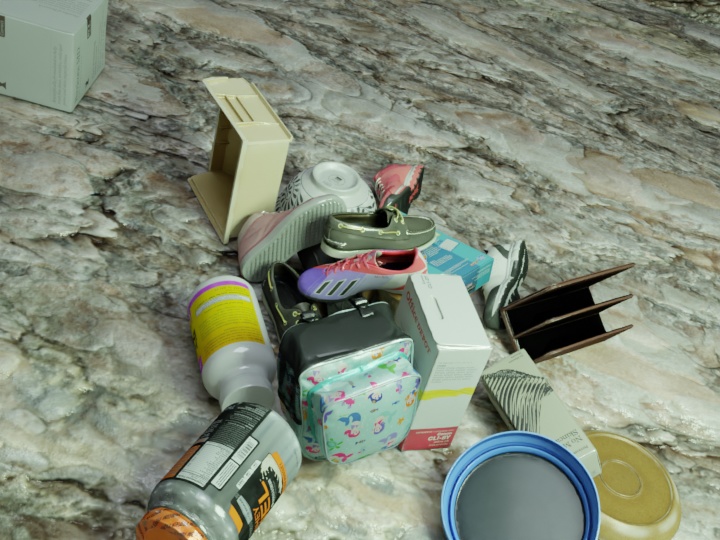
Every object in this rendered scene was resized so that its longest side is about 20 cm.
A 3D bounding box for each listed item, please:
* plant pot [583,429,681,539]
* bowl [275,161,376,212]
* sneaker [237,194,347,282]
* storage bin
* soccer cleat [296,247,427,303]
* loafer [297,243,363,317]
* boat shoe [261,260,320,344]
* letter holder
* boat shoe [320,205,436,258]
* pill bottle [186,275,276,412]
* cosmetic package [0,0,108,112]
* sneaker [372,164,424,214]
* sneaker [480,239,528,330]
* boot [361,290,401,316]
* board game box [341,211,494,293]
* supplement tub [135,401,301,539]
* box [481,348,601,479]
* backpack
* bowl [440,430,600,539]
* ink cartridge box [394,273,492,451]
[{"bbox_3d":[0.363,0.299,1.254,0.196,0.028,0.202,9,39,-8],"label":"plant pot"},{"bbox_3d":[-0.051,-0.129,1.564,0.197,0.095,0.202,10,38,-8],"label":"bowl"},{"bbox_3d":[-0.118,-0.075,1.426,0.199,0.075,0.105,-35,40,9],"label":"sneaker"},{"bbox_3d":[-0.210,-0.191,1.493,0.092,0.202,0.199,-9,45,-30],"label":"storage bin"},{"bbox_3d":[0.000,0.000,1.308,0.196,0.074,0.069,-4,53,7],"label":"soccer cleat"},{"bbox_3d":[-0.061,0.019,1.404,0.071,0.074,0.201,-14,46,-26],"label":"loafer"},{"bbox_3d":[-0.095,0.069,1.335,0.071,0.061,0.202,-13,47,-27],"label":"boat shoe"},{"bbox_3d":[0.349,0.067,1.411,0.197,0.142,0.102,-13,76,-32],"label":"letter holder"},{"bbox_3d":[0.035,-0.064,1.378,0.199,0.061,0.072,-7,34,-26],"label":"boat shoe"},{"bbox_3d":[-0.175,0.108,1.225,0.103,0.105,0.201,-2,41,-21],"label":"pill bottle"},{"bbox_3d":[-0.587,-0.434,1.678,0.162,0.166,0.202,14,39,-4],"label":"cosmetic package"},{"bbox_3d":[0.056,-0.144,1.654,0.085,0.075,0.200,14,30,13],"label":"sneaker"},{"bbox_3d":[0.232,0.028,1.513,0.079,0.074,0.201,-2,37,25],"label":"sneaker"},{"bbox_3d":[0.086,0.037,1.433,0.200,0.072,0.144,30,41,23],"label":"boot"},{"bbox_3d":[0.090,-0.018,1.422,0.198,0.048,0.150,29,36,30],"label":"board game box"},{"bbox_3d":[-0.164,0.258,1.036,0.121,0.124,0.200,27,40,13],"label":"supplement tub"},{"bbox_3d":[0.252,0.213,1.256,0.081,0.069,0.201,-29,46,-3],"label":"box"},{"bbox_3d":[-0.015,0.158,1.147,0.175,0.202,0.151,-15,51,-21],"label":"backpack"},{"bbox_3d":[0.201,0.304,1.120,0.197,0.040,0.203,-4,57,6],"label":"bowl"},{"bbox_3d":[0.096,0.126,1.224,0.082,0.202,0.146,1,41,-18],"label":"ink cartridge box"}]
